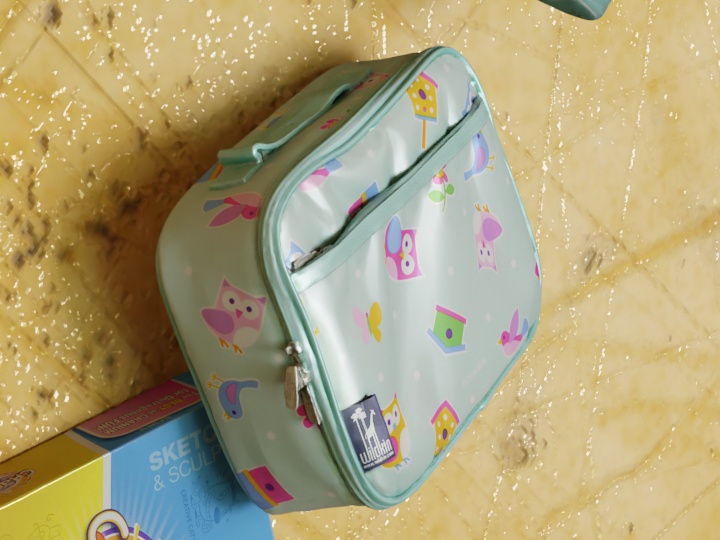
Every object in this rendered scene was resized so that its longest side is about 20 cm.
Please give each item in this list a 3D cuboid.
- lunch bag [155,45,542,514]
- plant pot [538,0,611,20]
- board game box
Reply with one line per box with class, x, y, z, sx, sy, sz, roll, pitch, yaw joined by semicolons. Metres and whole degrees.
lunch bag;0.000;0.000;1.164;0.200;0.077;0.161;-47;126;-50
plant pot;0.091;-0.219;1.178;0.200;0.200;0.189;28;93;-43
board game box;-0.119;0.149;1.130;0.200;0.040;0.154;-26;114;-38
